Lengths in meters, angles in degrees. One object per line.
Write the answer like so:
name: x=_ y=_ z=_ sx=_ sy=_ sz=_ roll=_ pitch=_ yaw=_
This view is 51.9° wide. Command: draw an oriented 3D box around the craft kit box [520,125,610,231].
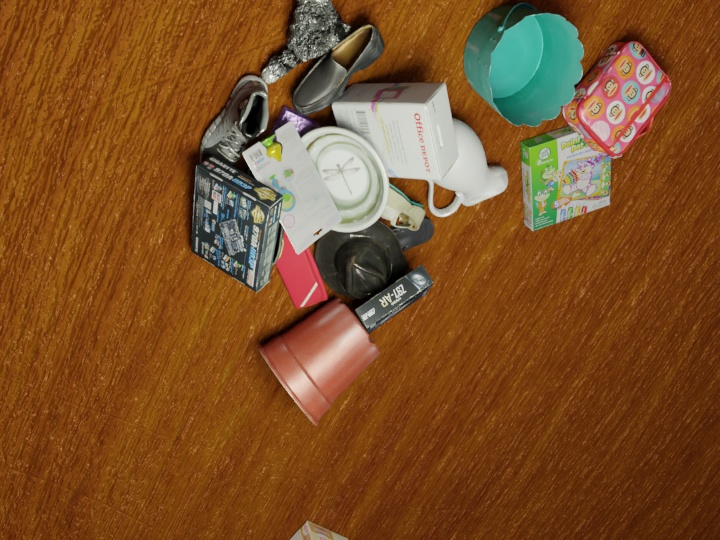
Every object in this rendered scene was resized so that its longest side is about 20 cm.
craft kit box: x=0.440 y=-0.206 z=1.577 sx=0.196 sy=0.049 sz=0.201 roll=-19 pitch=121 yaw=-10

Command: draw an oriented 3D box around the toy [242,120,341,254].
toy: x=-0.125 y=-0.146 z=1.310 sx=0.115 sy=0.047 sz=0.203 roll=-38 pitch=115 yaw=-27

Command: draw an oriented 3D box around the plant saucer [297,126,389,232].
plant saucer: x=-0.034 y=-0.170 z=1.340 sx=0.196 sy=0.050 sz=0.204 roll=12 pitch=123 yaw=18

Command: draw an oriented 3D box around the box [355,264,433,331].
box: x=0.067 y=0.062 z=1.501 sx=0.159 sy=0.200 sz=0.044 roll=-34 pitch=83 yaw=-4

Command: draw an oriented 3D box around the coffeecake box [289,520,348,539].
coffeecake box: x=-0.137 y=0.754 z=1.882 sx=0.153 sy=0.073 sz=0.201 roll=35 pitch=102 yaw=-33

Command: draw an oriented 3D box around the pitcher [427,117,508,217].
pitcher: x=0.174 y=-0.194 z=1.446 sx=0.171 sy=0.123 sz=0.199 roll=-37 pitch=137 yaw=18

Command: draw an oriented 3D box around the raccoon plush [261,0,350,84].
raccoon plush: x=-0.110 y=-0.415 z=1.221 sx=0.198 sy=0.097 sz=0.135 roll=-36 pitch=117 yaw=2

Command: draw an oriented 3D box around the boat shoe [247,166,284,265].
boat shoe: x=-0.168 y=-0.108 z=1.347 sx=0.070 sy=0.061 sz=0.205 roll=-6 pitch=117 yaw=-10

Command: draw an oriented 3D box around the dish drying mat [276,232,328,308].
dish drying mat: x=-0.126 y=-0.006 z=1.470 sx=0.075 sy=0.018 sz=0.202 roll=-14 pitch=130 yaw=6

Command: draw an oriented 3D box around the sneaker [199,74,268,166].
sneaker: x=-0.215 y=-0.231 z=1.266 sx=0.074 sy=0.116 sz=0.202 roll=19 pitch=110 yaw=-29

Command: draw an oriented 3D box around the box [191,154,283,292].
box: x=-0.222 y=-0.080 z=1.306 sx=0.046 sy=0.157 sz=0.203 roll=-45 pitch=158 yaw=-45

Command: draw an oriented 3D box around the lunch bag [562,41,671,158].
lunch bag: x=0.521 y=-0.334 z=1.483 sx=0.175 sy=0.082 sz=0.201 roll=39 pitch=90 yaw=-21

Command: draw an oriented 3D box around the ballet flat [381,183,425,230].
ballet flat: x=0.069 y=-0.120 z=1.425 sx=0.070 sy=0.070 sz=0.199 roll=-50 pitch=150 yaw=11

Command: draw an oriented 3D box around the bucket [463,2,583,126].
bucket: x=0.295 y=-0.384 z=1.362 sx=0.203 sy=0.135 sz=0.211 roll=-10 pitch=122 yaw=-15

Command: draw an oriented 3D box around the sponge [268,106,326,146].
sponge: x=-0.137 y=-0.191 z=1.371 sx=0.110 sy=0.030 sz=0.202 roll=21 pitch=109 yaw=-29

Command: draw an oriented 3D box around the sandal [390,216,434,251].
sandal: x=0.062 y=-0.052 z=1.518 sx=0.197 sy=0.043 sz=0.077 roll=-29 pitch=125 yaw=-3

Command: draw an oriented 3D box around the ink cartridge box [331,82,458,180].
ink cartridge box: x=0.064 y=-0.248 z=1.311 sx=0.085 sy=0.197 sz=0.147 roll=-48 pitch=134 yaw=-38

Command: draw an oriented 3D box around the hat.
hat: x=0.000 y=0.000 z=1.460 sx=0.195 sy=0.082 sz=0.204 roll=0 pitch=128 yaw=0

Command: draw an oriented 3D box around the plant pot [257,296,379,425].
plant pot: x=-0.075 y=0.173 z=1.514 sx=0.194 sy=0.201 sz=0.202 roll=-38 pitch=125 yaw=-5

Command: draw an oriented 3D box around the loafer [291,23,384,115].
loafer: x=-0.045 y=-0.353 z=1.276 sx=0.200 sy=0.072 sz=0.073 roll=-45 pitch=81 yaw=1
